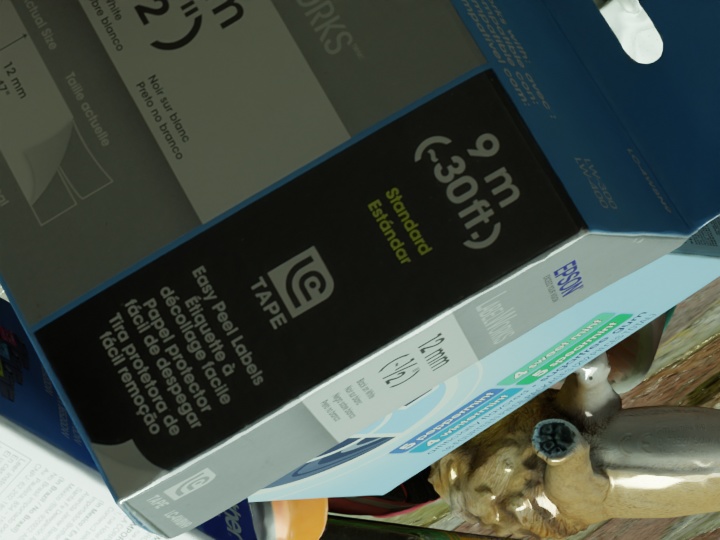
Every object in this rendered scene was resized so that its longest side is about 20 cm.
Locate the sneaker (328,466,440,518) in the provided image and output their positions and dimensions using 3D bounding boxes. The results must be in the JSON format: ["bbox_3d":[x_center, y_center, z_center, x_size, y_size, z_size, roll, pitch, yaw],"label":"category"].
[{"bbox_3d":[0.004,0.084,1.170,0.087,0.074,0.200,-36,160,30],"label":"sneaker"}]

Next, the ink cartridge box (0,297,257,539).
[{"bbox_3d":[-0.122,0.080,0.757,0.200,0.076,0.136,34,109,-26],"label":"ink cartridge box"}]

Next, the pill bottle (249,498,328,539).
[{"bbox_3d":[-0.111,0.101,0.977,0.200,0.106,0.106,-19,159,-29],"label":"pill bottle"}]

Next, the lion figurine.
[{"bbox_3d":[0.121,0.067,1.008,0.199,0.073,0.123,6,156,7],"label":"lion figurine"}]

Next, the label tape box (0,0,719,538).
[{"bbox_3d":[-0.004,-0.044,0.697,0.200,0.144,0.066,-31,163,2],"label":"label tape box"}]

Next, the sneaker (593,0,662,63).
[{"bbox_3d":[0.071,-0.077,0.851,0.080,0.071,0.200,-17,159,-27],"label":"sneaker"}]

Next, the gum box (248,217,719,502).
[{"bbox_3d":[0.007,0.019,0.877,0.170,0.045,0.200,-35,159,27],"label":"gum box"}]

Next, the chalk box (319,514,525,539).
[{"bbox_3d":[-0.043,0.160,1.138,0.199,0.125,0.124,6,175,30],"label":"chalk box"}]

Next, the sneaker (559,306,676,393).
[{"bbox_3d":[0.103,-0.044,1.009,0.200,0.071,0.080,101,11,-50],"label":"sneaker"}]
